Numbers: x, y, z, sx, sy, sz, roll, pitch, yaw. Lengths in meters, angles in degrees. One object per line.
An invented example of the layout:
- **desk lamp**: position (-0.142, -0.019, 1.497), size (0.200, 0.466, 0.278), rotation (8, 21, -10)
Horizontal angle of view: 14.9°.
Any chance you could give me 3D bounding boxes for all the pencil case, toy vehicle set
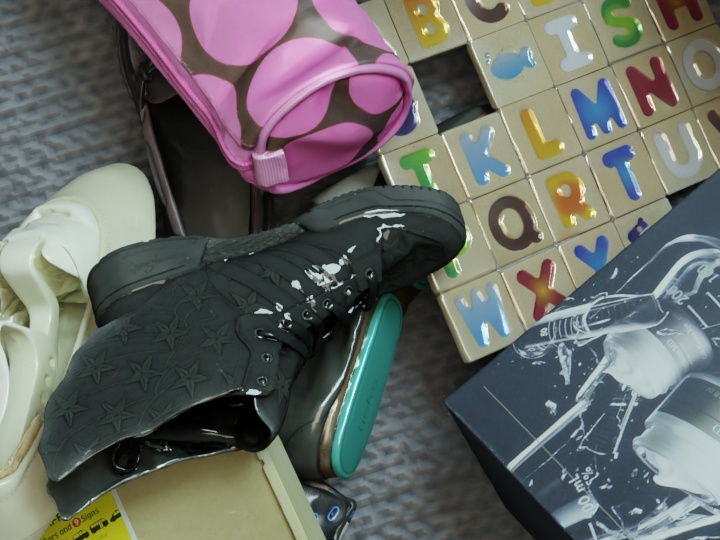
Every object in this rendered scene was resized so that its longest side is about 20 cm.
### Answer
- **pencil case**: position (-0.068, -0.124, 1.197), size (0.093, 0.091, 0.200), rotation (-30, 67, -26)
- **toy vehicle set**: position (-0.122, 0.122, 1.207), size (0.199, 0.027, 0.125), rotation (-30, 67, 11)

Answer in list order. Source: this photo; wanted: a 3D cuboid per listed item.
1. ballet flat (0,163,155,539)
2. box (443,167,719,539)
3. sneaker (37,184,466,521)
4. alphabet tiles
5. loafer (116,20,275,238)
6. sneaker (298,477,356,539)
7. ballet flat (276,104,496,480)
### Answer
- **ballet flat**: position (-0.139, 0.025, 1.194), size (0.069, 0.070, 0.201), rotation (15, 60, -5)
- **box**: position (0.173, 0.083, 1.204), size (0.182, 0.104, 0.200), rotation (-40, 52, -6)
- **sneaker**: position (-0.042, 0.033, 1.159), size (0.199, 0.060, 0.105), rotation (-11, 56, -8)
- **alphabet tiles**: position (0.095, -0.068, 1.265), size (0.199, 0.008, 0.168), rotation (-22, 88, -28)
- **loafer**: position (-0.069, -0.066, 1.256), size (0.071, 0.063, 0.201), rotation (-8, 88, -7)
- **sneaker**: position (-0.028, 0.160, 1.242), size (0.112, 0.073, 0.200), rotation (-40, 91, -6)
- **ballet flat**: position (0.000, 0.000, 1.252), size (0.068, 0.068, 0.201), rotation (18, 65, 22)
